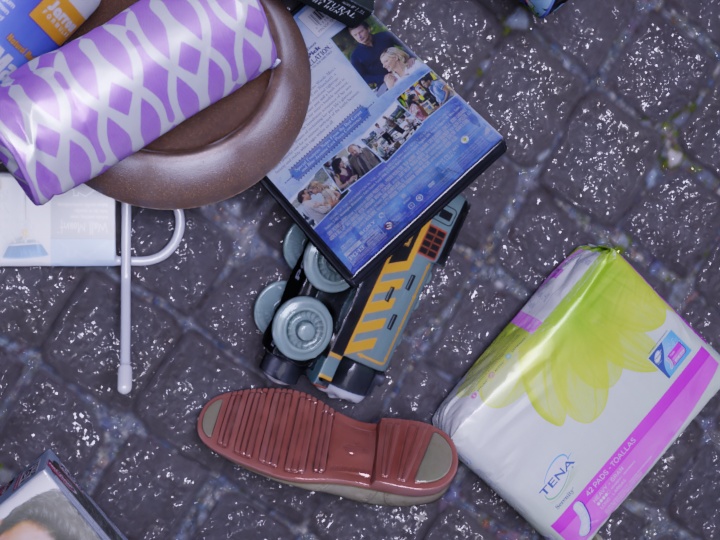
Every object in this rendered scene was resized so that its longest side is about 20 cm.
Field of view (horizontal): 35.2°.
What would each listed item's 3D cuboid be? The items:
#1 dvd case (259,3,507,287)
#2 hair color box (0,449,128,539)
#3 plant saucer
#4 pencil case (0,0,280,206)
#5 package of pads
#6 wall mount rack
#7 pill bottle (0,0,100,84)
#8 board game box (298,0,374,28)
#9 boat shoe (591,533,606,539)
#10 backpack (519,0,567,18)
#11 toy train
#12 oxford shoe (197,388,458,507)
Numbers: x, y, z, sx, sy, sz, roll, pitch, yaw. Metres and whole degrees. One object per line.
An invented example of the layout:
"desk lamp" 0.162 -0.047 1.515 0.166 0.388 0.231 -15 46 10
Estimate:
"dvd case" -0.013 -0.102 0.796 0.142 0.018 0.200 -41 63 -2
"hair color box" -0.273 0.237 0.823 0.199 0.061 0.099 -40 101 -5
"plant saucer" -0.131 -0.141 0.782 0.196 0.032 0.204 2 71 -6
"pencil case" -0.147 -0.122 0.713 0.199 0.085 0.085 -34 131 -20
"package of pads" 0.169 0.097 0.887 0.154 0.068 0.201 42 87 -12
"wall mount rack" -0.222 -0.005 0.798 0.196 0.075 0.178 0 94 -10
"pill bottle" -0.236 -0.178 0.722 0.200 0.112 0.112 -46 102 -2
"board game box" -0.072 -0.262 0.757 0.198 0.028 0.138 18 63 -37
"boat shoe" 0.159 0.304 0.910 0.068 0.075 0.203 24 98 -18
"backpack" 0.122 -0.290 0.782 0.132 0.184 0.202 17 127 0
"toy train" 0.000 0.000 0.842 0.113 0.085 0.203 24 91 -22
"oxford shoe" -0.027 0.144 0.855 0.196 0.074 0.072 14 56 7
